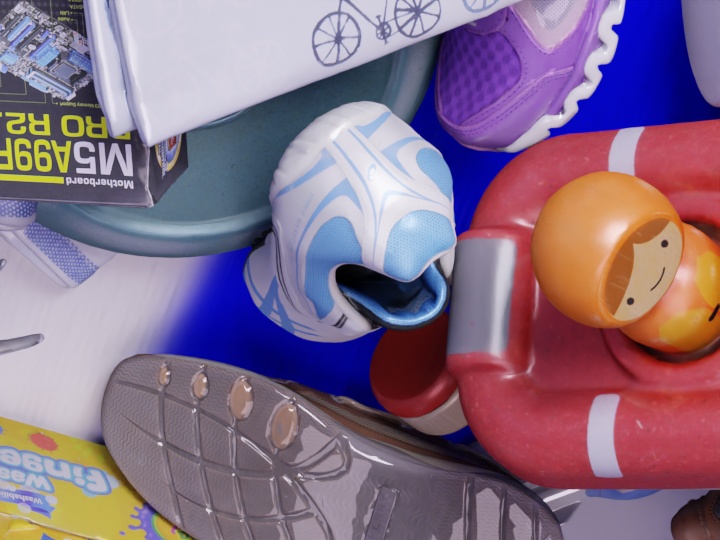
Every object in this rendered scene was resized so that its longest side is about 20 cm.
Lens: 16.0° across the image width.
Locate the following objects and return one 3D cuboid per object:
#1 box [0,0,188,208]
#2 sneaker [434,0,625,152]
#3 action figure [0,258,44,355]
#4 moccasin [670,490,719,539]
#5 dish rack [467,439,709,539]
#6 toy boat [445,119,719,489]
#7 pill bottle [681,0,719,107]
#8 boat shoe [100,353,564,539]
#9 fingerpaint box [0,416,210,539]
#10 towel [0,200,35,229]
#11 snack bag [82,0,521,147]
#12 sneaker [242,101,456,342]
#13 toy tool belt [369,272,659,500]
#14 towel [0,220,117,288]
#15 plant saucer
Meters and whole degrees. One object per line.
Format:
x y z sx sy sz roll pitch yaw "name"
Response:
-0.161 -0.107 0.848 0.198 0.044 0.161 3 113 13 "box"
0.057 -0.139 0.920 0.088 0.080 0.201 2 117 -36 "sneaker"
-0.217 0.037 0.934 0.199 0.102 0.119 -2 136 29 "action figure"
0.171 0.150 1.060 0.077 0.074 0.202 -17 147 10 "moccasin"
0.147 0.125 1.125 0.199 0.044 0.173 -20 121 1 "dish rack"
0.105 0.003 0.874 0.199 0.132 0.130 -4 164 33 "toy boat"
0.220 -0.106 0.919 0.198 0.112 0.113 -5 121 -6 "pill bottle"
-0.012 0.087 1.053 0.199 0.072 0.076 24 100 2 "boat shoe"
-0.154 0.149 1.067 0.199 0.074 0.168 17 117 -19 "fingerpaint box"
-0.177 -0.115 0.893 0.146 0.024 0.201 12 116 11 "towel"
-0.012 -0.159 0.809 0.188 0.021 0.201 -21 118 -26 "snack bag"
0.000 0.000 0.953 0.072 0.200 0.073 -30 78 -9 "sneaker"
0.116 0.042 1.020 0.199 0.126 0.123 -19 142 31 "toy tool belt"
-0.088 -0.093 0.965 0.200 0.024 0.147 -39 120 13 "towel"
-0.061 -0.086 0.948 0.198 0.027 0.201 -6 121 -11 "plant saucer"
